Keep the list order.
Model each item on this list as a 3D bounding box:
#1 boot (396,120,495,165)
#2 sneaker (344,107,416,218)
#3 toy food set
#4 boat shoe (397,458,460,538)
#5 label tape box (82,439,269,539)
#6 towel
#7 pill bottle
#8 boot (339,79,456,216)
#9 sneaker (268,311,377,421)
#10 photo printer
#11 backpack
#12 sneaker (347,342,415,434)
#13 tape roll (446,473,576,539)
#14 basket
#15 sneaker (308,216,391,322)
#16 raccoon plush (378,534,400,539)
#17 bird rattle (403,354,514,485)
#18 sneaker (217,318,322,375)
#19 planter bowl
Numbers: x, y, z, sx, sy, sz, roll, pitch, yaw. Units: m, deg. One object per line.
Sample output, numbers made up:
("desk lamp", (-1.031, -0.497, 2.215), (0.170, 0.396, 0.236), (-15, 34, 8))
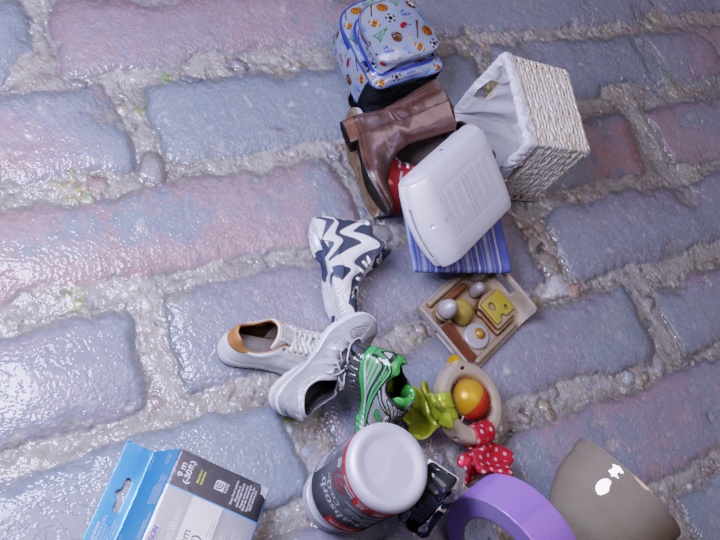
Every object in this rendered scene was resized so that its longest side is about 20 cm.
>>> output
("boot", (0.141, -0.218, 1.542), (0.199, 0.146, 0.071), (31, 60, -8))
("sneaker", (0.045, -0.194, 1.530), (0.111, 0.071, 0.202), (-11, 78, -26))
("toy food set", (0.199, 0.066, 1.478), (0.144, 0.060, 0.200), (49, 55, 5))
("boat shoe", (0.089, 0.323, 1.233), (0.074, 0.200, 0.093), (31, 77, 14))
("label tape box", (-0.235, 0.317, 1.135), (0.198, 0.066, 0.144), (28, 56, -12))
("towel", (0.163, -0.062, 1.496), (0.198, 0.024, 0.147), (1, 67, -26))
("pill bottle", (-0.001, 0.287, 1.181), (0.114, 0.200, 0.117), (11, 60, -20))
("boot", (0.088, -0.208, 1.458), (0.198, 0.064, 0.188), (-22, 81, -10))
("sneaker", (-0.038, 0.146, 1.274), (0.200, 0.082, 0.075), (-46, 130, -17))
("photo printer", (0.150, -0.117, 1.426), (0.200, 0.069, 0.168), (-43, 119, -32))
("backpack", (0.041, -0.406, 1.598), (0.198, 0.155, 0.192), (-19, 64, -29))
("sneaker", (0.038, 0.204, 1.269), (0.084, 0.202, 0.078), (10, 34, 32))
("tape roll", (0.214, 0.392, 1.232), (0.065, 0.200, 0.201), (-27, 79, -34))
("basket", (0.291, -0.253, 1.605), (0.159, 0.198, 0.202), (4, 63, -26))
("sneaker", (0.000, 0.000, 1.402), (0.128, 0.080, 0.201), (-8, 58, -19))
("raccoon plush", (-0.010, 0.386, 1.165), (0.199, 0.134, 0.097), (-32, 80, -34))
("bird rattle", (0.168, 0.222, 1.350), (0.199, 0.113, 0.164), (33, 57, -8))
("sneaker", (-0.105, 0.114, 1.292), (0.198, 0.085, 0.074), (5, 61, -27))
("planter bowl", (0.364, 0.376, 1.336), (0.135, 0.200, 0.200), (-43, 87, -8))
